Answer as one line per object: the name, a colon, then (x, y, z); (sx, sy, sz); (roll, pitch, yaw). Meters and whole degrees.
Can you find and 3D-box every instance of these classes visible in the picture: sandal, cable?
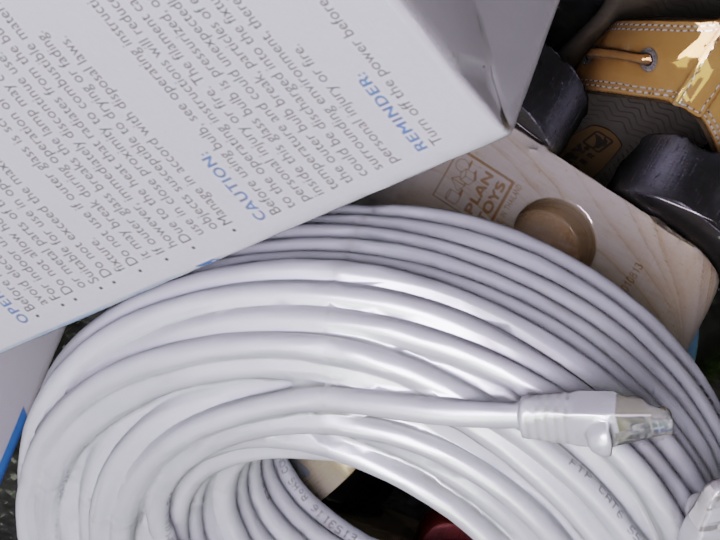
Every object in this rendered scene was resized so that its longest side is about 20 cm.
sandal: (0.089, -0.056, 0.879); (0.082, 0.055, 0.200); (36, 132, -16)
cable: (0.006, 0.068, 0.802); (0.200, 0.069, 0.200); (16, 136, 9)

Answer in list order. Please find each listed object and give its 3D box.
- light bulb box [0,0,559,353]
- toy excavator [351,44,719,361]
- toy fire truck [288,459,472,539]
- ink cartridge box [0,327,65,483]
light bulb box: (-0.052, -0.101, 0.785); (0.200, 0.198, 0.125); (-22, 119, 34)
toy excavator: (0.000, 0.000, 0.905); (0.194, 0.100, 0.200); (32, 156, -6)
toy fire truck: (-0.009, 0.095, 0.951); (0.176, 0.200, 0.129); (23, 97, -3)
ink cartridge box: (-0.210, 0.061, 1.018); (0.200, 0.146, 0.084); (-25, 122, 33)
